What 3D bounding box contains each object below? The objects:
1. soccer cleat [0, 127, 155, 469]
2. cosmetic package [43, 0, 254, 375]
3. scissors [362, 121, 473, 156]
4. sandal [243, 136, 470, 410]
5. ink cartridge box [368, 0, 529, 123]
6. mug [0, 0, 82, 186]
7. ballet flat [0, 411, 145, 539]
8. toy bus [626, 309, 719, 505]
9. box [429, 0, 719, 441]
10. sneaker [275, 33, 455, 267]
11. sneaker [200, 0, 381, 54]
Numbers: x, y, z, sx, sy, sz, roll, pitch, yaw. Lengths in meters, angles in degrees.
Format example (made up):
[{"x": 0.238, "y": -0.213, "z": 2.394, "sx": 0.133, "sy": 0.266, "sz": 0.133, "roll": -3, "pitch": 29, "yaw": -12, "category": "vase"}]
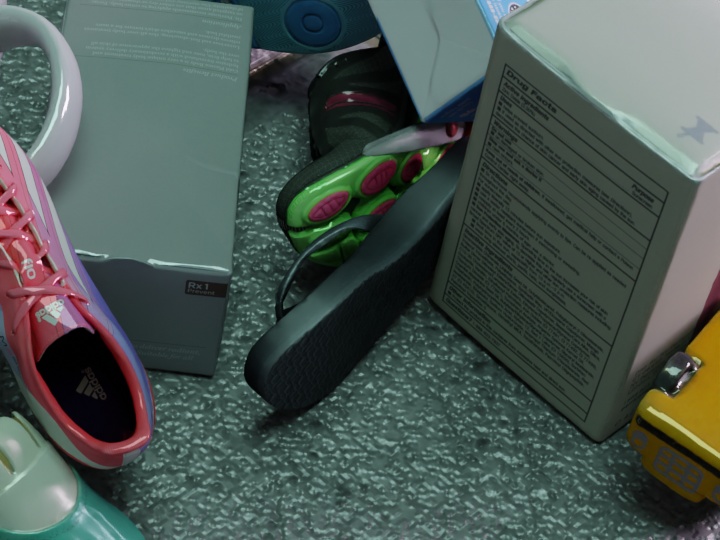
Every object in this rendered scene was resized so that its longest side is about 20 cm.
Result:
[{"x": -0.153, "y": 0.001, "z": 0.988, "sx": 0.067, "sy": 0.076, "sz": 0.201, "roll": -32, "pitch": 100, "yaw": -15, "category": "soccer cleat"}, {"x": -0.113, "y": -0.050, "z": 1.133, "sx": 0.106, "sy": 0.090, "sz": 0.201, "roll": 8, "pitch": 50, "yaw": -4, "category": "cosmetic package"}, {"x": 0.053, "y": -0.072, "z": 1.166, "sx": 0.014, "sy": 0.074, "sz": 0.200, "roll": -1, "pitch": 25, "yaw": 28, "category": "scissors"}, {"x": 0.000, "y": 0.000, "z": 1.113, "sx": 0.043, "sy": 0.076, "sz": 0.200, "roll": 31, "pitch": 49, "yaw": 18, "category": "sandal"}, {"x": 0.095, "y": -0.145, "z": 1.179, "sx": 0.199, "sy": 0.067, "sz": 0.116, "roll": -6, "pitch": 68, "yaw": -48, "category": "ink cartridge box"}, {"x": -0.231, "y": -0.074, "z": 1.074, "sx": 0.199, "sy": 0.148, "sz": 0.176, "roll": -5, "pitch": 60, "yaw": 13, "category": "mug"}, {"x": -0.186, "y": 0.087, "z": 1.000, "sx": 0.199, "sy": 0.071, "sz": 0.067, "roll": 24, "pitch": 45, "yaw": 10, "category": "ballet flat"}, {"x": 0.205, "y": 0.047, "z": 1.107, "sx": 0.065, "sy": 0.079, "sz": 0.200, "roll": 34, "pitch": 51, "yaw": 16, "category": "toy bus"}, {"x": 0.127, "y": -0.038, "z": 1.086, "sx": 0.109, "sy": 0.201, "sz": 0.128, "roll": -33, "pitch": 63, "yaw": -33, "category": "box"}, {"x": 0.001, "y": -0.068, "z": 1.186, "sx": 0.083, "sy": 0.077, "sz": 0.200, "roll": 20, "pitch": 37, "yaw": 16, "category": "sneaker"}, {"x": -0.055, "y": -0.185, "z": 1.241, "sx": 0.199, "sy": 0.080, "sz": 0.131, "roll": 1, "pitch": 40, "yaw": 20, "category": "sneaker"}]
